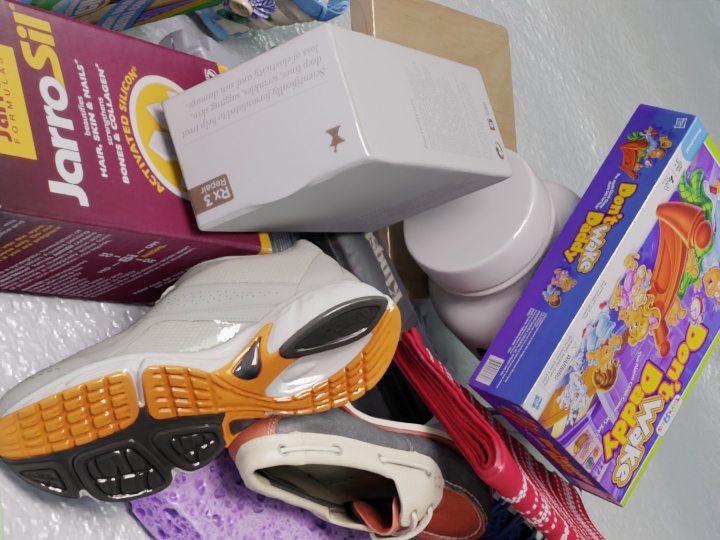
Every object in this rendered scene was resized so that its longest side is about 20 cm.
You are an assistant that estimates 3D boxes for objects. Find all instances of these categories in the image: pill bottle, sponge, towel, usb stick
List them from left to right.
[{"bbox_3d":[-0.054,0.132,0.796,0.200,0.030,0.112,54,30,-23],"label":"sponge"},{"bbox_3d":[0.000,0.000,0.900,0.055,0.032,0.201,-43,112,-52],"label":"usb stick"},{"bbox_3d":[0.113,0.012,0.965,0.200,0.119,0.120,45,35,-46],"label":"pill bottle"},{"bbox_3d":[0.101,0.124,0.858,0.200,0.022,0.145,45,5,-34],"label":"towel"}]

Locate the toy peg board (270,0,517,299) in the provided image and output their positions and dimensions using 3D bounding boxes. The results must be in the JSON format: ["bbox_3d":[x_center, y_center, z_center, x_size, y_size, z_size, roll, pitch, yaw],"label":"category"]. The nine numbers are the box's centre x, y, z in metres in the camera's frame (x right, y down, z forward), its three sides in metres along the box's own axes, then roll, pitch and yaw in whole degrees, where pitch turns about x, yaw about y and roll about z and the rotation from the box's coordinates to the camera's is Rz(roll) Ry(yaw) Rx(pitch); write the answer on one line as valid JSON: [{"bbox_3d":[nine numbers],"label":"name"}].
[{"bbox_3d":[0.025,-0.078,1.044,0.200,0.097,0.200,1,84,-58],"label":"toy peg board"}]

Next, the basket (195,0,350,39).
[{"bbox_3d":[-0.041,-0.234,0.902,0.176,0.199,0.140,42,37,-35],"label":"basket"}]

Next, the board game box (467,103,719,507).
[{"bbox_3d":[0.162,0.022,0.896,0.134,0.045,0.200,44,74,-42],"label":"board game box"}]

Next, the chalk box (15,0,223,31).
[{"bbox_3d":[-0.147,-0.186,0.737,0.199,0.124,0.125,-24,90,-36],"label":"chalk box"}]

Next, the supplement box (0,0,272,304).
[{"bbox_3d":[-0.143,-0.053,0.722,0.200,0.085,0.111,8,63,-57],"label":"supplement box"}]

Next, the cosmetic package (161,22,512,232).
[{"bbox_3d":[-0.005,-0.068,0.780,0.200,0.101,0.074,2,69,-66],"label":"cosmetic package"}]

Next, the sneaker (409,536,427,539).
[{"bbox_3d":[0.087,0.232,0.925,0.200,0.075,0.085,28,44,-35],"label":"sneaker"}]

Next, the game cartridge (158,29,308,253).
[{"bbox_3d":[-0.060,-0.029,0.871,0.133,0.040,0.201,28,43,-61],"label":"game cartridge"}]

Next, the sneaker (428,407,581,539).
[{"bbox_3d":[0.104,0.166,0.988,0.199,0.080,0.116,28,45,-52],"label":"sneaker"}]

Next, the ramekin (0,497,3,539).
[{"bbox_3d":[-0.222,0.079,0.479,0.200,0.097,0.201,39,39,-40],"label":"ramekin"}]

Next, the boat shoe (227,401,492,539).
[{"bbox_3d":[0.004,0.113,0.801,0.200,0.071,0.063,34,29,-39],"label":"boat shoe"}]

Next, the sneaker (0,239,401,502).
[{"bbox_3d":[-0.085,0.042,0.720,0.092,0.199,0.076,46,-35,48],"label":"sneaker"}]
